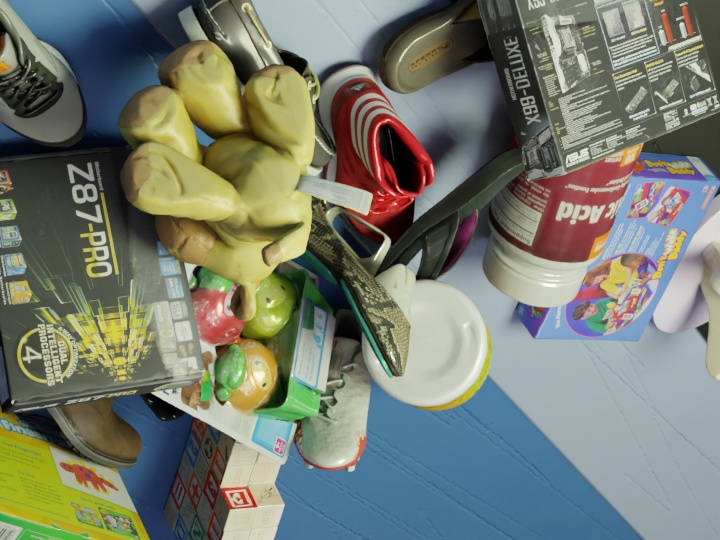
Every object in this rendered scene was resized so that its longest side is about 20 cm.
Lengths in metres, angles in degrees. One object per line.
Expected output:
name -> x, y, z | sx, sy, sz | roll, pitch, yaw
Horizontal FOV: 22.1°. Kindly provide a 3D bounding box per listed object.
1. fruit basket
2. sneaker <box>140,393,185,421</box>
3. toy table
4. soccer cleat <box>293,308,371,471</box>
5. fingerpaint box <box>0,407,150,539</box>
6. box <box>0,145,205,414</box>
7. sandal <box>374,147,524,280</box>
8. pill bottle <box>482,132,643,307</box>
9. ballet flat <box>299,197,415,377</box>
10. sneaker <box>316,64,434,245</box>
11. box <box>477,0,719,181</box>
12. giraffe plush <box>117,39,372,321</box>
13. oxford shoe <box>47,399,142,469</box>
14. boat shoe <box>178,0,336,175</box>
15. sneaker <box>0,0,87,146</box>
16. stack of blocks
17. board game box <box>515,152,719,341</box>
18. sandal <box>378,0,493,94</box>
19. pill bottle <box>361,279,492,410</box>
fruit basket -> -0.105, 0.049, 1.593 | 0.093, 0.186, 0.200 | -7, 151, 31
sneaker -> -0.184, 0.049, 1.600 | 0.076, 0.091, 0.201 | -22, 134, -3
toy table -> 0.392, 0.012, 1.871 | 0.183, 0.117, 0.201 | 9, 122, -35
soccer cleat -> -0.022, 0.109, 1.683 | 0.068, 0.200, 0.086 | 6, 118, 5
fingerpaint box -> -0.297, 0.198, 1.612 | 0.200, 0.167, 0.073 | 25, 111, -42
box -> -0.222, 0.005, 1.474 | 0.160, 0.201, 0.049 | -6, 167, -24
sandal -> 0.077, -0.031, 1.639 | 0.200, 0.048, 0.075 | -41, 169, 30
pill bottle -> 0.182, -0.073, 1.680 | 0.114, 0.114, 0.201 | -4, 129, -26
ballet flat -> 0.000, 0.000, 1.586 | 0.075, 0.200, 0.068 | -36, 150, -5
sneaker -> 0.019, -0.071, 1.590 | 0.078, 0.116, 0.200 | -28, 136, -5
box -> 0.204, -0.180, 1.546 | 0.199, 0.050, 0.159 | -23, 99, -34
giraffe plush -> -0.100, -0.056, 1.443 | 0.173, 0.199, 0.162 | -56, 177, -29
oxford shoe -> -0.241, 0.109, 1.635 | 0.084, 0.073, 0.200 | -35, 136, 1
boat shoe -> -0.069, -0.154, 1.500 | 0.060, 0.072, 0.201 | -34, 134, 8
sneaker -> -0.268, -0.154, 1.385 | 0.074, 0.079, 0.200 | -35, 137, 1
stack of blocks -> -0.120, 0.196, 1.746 | 0.058, 0.115, 0.201 | -1, 127, -29
board game box -> 0.253, -0.022, 1.814 | 0.134, 0.045, 0.201 | 3, 126, -31
sandal -> 0.107, -0.209, 1.559 | 0.199, 0.055, 0.082 | -33, 137, -9
pill bottle -> 0.065, 0.072, 1.693 | 0.111, 0.111, 0.200 | -34, 172, 2
